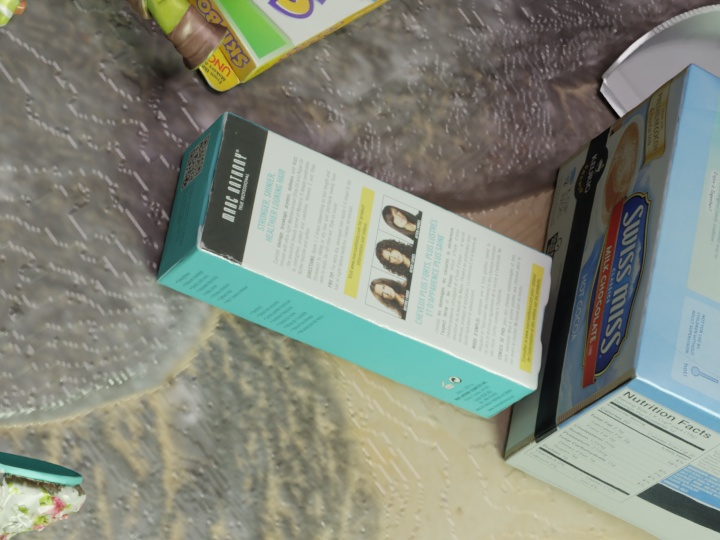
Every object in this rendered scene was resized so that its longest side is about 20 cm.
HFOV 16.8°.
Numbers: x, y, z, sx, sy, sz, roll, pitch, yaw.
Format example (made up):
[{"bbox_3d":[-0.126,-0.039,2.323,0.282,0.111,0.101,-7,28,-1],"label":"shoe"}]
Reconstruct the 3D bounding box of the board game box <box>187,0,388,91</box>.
[{"bbox_3d":[-0.032,-0.175,1.318,0.200,0.030,0.096,-34,88,-36],"label":"board game box"}]

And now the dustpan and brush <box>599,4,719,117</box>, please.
[{"bbox_3d":[0.249,-0.118,1.445,0.140,0.057,0.200,50,52,-2],"label":"dustpan and brush"}]

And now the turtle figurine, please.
[{"bbox_3d":[-0.119,-0.187,1.223,0.161,0.064,0.200,35,66,-10],"label":"turtle figurine"}]

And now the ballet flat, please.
[{"bbox_3d":[-0.220,0.091,1.055,0.199,0.076,0.064,18,90,-19],"label":"ballet flat"}]

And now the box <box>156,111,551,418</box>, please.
[{"bbox_3d":[0.000,0.000,1.238,0.199,0.049,0.083,24,57,-21],"label":"box"}]

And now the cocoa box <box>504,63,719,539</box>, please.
[{"bbox_3d":[0.177,0.021,1.285,0.133,0.131,0.201,25,57,-17],"label":"cocoa box"}]
